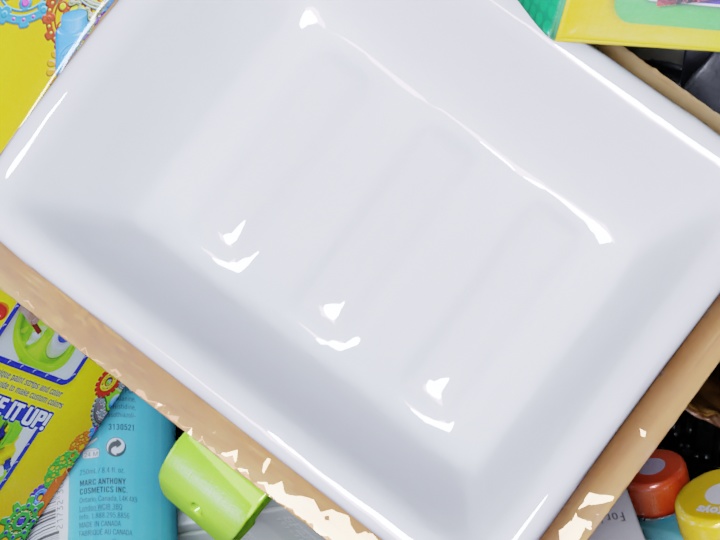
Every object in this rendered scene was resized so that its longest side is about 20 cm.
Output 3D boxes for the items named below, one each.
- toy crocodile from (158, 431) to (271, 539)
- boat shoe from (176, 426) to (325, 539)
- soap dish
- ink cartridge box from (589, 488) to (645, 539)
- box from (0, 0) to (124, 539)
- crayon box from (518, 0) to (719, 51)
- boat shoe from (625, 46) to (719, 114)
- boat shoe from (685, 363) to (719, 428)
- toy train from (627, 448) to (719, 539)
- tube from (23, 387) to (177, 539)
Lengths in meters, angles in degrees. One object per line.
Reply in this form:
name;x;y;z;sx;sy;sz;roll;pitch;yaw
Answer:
toy crocodile;0.000;0.000;0.868;0.067;0.062;0.201;25;76;12
boat shoe;0.000;0.067;0.909;0.199;0.076;0.061;-7;55;17
soap dish;0.007;-0.011;0.744;0.200;0.081;0.158;36;86;13
ink cartridge box;0.048;0.161;0.827;0.200;0.044;0.177;116;142;-50
box;-0.157;-0.046;0.857;0.200;0.122;0.193;37;96;32
crayon box;0.144;-0.120;0.712;0.199;0.058;0.119;2;121;-20
boat shoe;0.108;-0.055;0.793;0.199;0.073;0.063;6;131;21
boat shoe;0.122;0.012;0.801;0.200;0.067;0.072;52;125;44
toy train;0.133;0.152;0.827;0.200;0.056;0.151;42;142;11
tube;-0.092;0.023;0.908;0.077;0.050;0.201;-14;63;20
